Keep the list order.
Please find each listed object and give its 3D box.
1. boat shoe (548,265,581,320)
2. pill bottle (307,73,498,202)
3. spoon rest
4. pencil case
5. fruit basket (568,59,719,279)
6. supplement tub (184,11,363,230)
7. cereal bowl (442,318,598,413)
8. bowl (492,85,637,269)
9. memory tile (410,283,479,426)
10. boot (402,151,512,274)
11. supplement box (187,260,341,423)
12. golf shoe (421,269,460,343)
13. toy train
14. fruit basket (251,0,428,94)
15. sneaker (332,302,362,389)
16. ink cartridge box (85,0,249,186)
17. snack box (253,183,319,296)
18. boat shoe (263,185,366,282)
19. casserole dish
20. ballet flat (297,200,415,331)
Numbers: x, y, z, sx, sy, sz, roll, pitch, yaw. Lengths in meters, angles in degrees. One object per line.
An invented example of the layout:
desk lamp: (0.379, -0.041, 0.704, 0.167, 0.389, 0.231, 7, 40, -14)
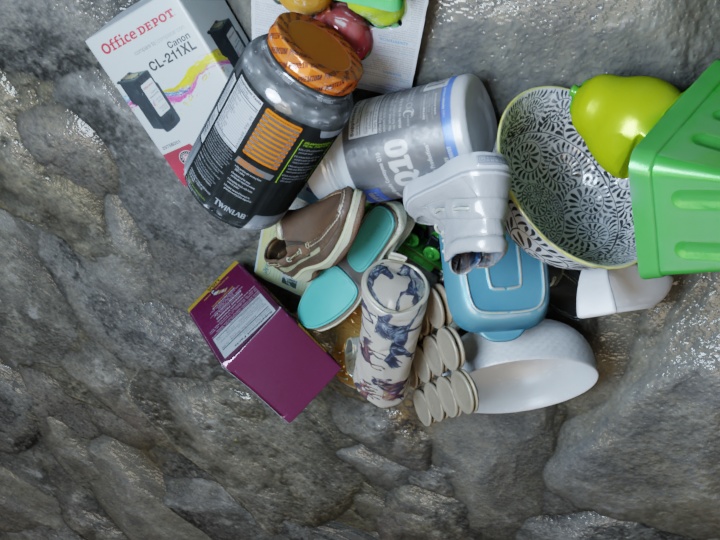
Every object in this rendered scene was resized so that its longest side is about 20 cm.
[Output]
boat shoe: (0.205, 0.001, 0.895, 0.199, 0.068, 0.072, 40, 128, -14)
pill bottle: (0.041, -0.136, 0.814, 0.198, 0.114, 0.115, -8, 124, 29)
spoon rest: (0.283, 0.017, 0.818, 0.098, 0.199, 0.062, -11, 84, 31)
pencil case: (0.034, 0.074, 0.888, 0.077, 0.090, 0.201, 0, 138, -5)
fruit basket: (0.292, -0.108, 0.704, 0.213, 0.217, 0.157, -4, 125, 23)
supplement tub: (-0.087, -0.147, 0.750, 0.122, 0.123, 0.200, 34, 126, -8)
cereal bowl: (0.197, 0.113, 0.952, 0.197, 0.084, 0.201, -4, 150, -2)
bowl: (0.200, -0.077, 0.766, 0.200, 0.202, 0.094, 35, 147, -8)
memory tile: (0.086, 0.107, 0.911, 0.200, 0.017, 0.155, 129, 124, -69)
boot: (0.088, -0.044, 0.726, 0.072, 0.097, 0.200, 2, 173, -10)
supplement box: (-0.133, 0.088, 0.989, 0.103, 0.200, 0.131, -44, 121, -5)
golf shoe: (0.125, 0.051, 0.938, 0.090, 0.076, 0.200, 8, 158, -8)
toy train: (0.044, -0.051, 0.935, 0.199, 0.042, 0.056, 34, 141, -7)
fruit basket: (-0.022, -0.273, 0.760, 0.183, 0.095, 0.201, 11, 150, 2)
sneaker: (0.004, 0.063, 1.011, 0.075, 0.088, 0.202, 23, 132, 24)
ink cartridge box: (-0.194, -0.219, 0.862, 0.144, 0.083, 0.201, -15, 120, 30)
snack box: (-0.071, -0.036, 0.963, 0.115, 0.037, 0.201, 24, 145, 2)
boat shoe: (-0.061, -0.039, 0.834, 0.074, 0.076, 0.202, 19, 152, -16)
casserole dish: (0.151, -0.024, 0.823, 0.119, 0.203, 0.039, -3, 168, -6)
ballet flat: (0.000, 0.000, 0.895, 0.068, 0.062, 0.200, 51, 118, 20)
